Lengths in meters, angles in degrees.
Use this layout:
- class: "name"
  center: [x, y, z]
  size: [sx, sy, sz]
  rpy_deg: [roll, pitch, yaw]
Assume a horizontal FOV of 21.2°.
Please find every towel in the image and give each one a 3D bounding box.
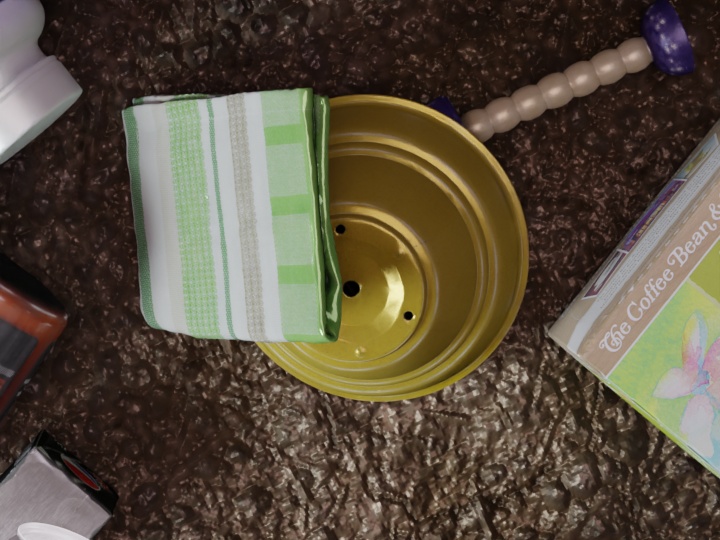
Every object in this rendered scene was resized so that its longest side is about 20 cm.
- class: "towel"
  center: [-0.076, -0.033, 1.151]
  size: [0.031, 0.199, 0.150]
  rpy_deg: [-9, 97, -37]

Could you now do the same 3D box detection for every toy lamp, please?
- class: "toy lamp"
  center: [0.111, -0.106, 1.212]
  size: [0.199, 0.058, 0.058]
  rpy_deg: [-24, 95, 0]

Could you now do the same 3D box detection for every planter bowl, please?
- class: "planter bowl"
  center: [0.000, 0.000, 1.173]
  size: [0.199, 0.083, 0.202]
  rpy_deg: [3, 108, 10]

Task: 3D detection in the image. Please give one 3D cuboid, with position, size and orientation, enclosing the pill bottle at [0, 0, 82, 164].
- class: "pill bottle"
  center: [-0.262, -0.160, 1.163]
  size: [0.111, 0.111, 0.200]
  rpy_deg: [-39, 95, 1]

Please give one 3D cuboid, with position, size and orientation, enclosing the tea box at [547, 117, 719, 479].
- class: "tea box"
  center: [0.256, 0.028, 1.189]
  size: [0.196, 0.134, 0.200]
  rpy_deg: [38, 92, -4]

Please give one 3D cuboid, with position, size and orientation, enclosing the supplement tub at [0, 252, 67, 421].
- class: "supplement tub"
  center: [-0.275, 0.079, 1.182]
  size: [0.107, 0.107, 0.200]
  rpy_deg: [35, 91, -4]

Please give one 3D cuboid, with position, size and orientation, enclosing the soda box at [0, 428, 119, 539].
- class: "soda box"
  center: [-0.243, 0.200, 1.214]
  size: [0.071, 0.063, 0.200]
  rpy_deg: [42, 92, -5]
